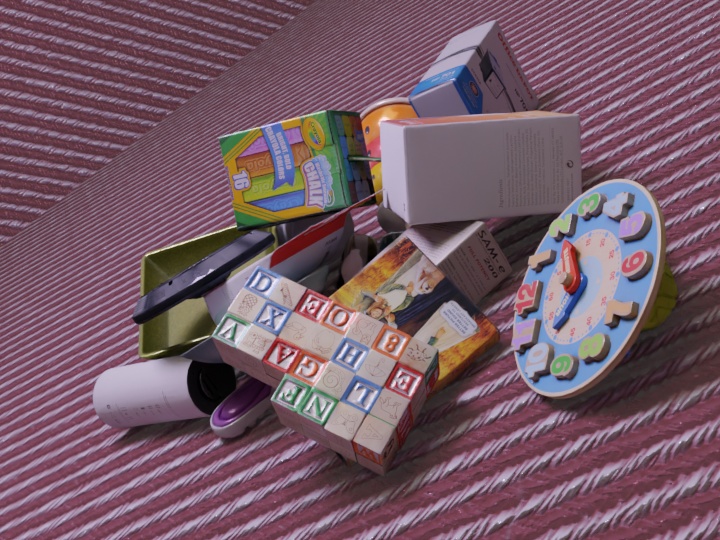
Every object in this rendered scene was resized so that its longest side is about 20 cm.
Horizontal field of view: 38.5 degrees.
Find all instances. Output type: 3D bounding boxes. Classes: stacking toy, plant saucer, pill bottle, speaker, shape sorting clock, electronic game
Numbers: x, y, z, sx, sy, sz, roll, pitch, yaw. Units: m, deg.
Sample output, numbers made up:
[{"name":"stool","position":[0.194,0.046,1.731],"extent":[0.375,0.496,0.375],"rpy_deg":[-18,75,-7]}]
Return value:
[{"name":"stacking toy","position":[0.053,-0.132,1.447],"extent":[0.145,0.146,0.201],"rpy_deg":[-22,40,26]},{"name":"plant saucer","position":[-0.111,0.059,1.180],"extent":[0.200,0.039,0.201],"rpy_deg":[-31,2,1]},{"name":"pill bottle","position":[-0.093,-0.067,1.493],"extent":[0.114,0.114,0.200],"rpy_deg":[-39,22,-17]},{"name":"plant saucer","position":[-0.193,0.031,1.372],"extent":[0.198,0.048,0.201],"rpy_deg":[-17,43,5]},{"name":"speaker","position":[-0.246,0.150,1.288],"extent":[0.199,0.082,0.081],"rpy_deg":[-14,28,41]},{"name":"shape sorting clock","position":[0.192,0.013,0.898],"extent":[0.201,0.039,0.201],"rpy_deg":[-58,20,35]},{"name":"electronic game","position":[-0.191,0.009,1.263],"extent":[0.199,0.042,0.200],"rpy_deg":[-30,6,4]}]

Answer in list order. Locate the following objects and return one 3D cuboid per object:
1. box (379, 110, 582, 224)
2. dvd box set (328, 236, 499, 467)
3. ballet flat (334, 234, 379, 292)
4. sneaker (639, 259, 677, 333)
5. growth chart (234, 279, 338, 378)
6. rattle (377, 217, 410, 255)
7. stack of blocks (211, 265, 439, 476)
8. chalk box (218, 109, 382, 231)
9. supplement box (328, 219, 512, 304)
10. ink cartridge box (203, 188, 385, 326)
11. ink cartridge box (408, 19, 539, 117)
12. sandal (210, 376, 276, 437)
[{"name":"box","position":[0.132,-0.121,1.171],"extent":[0.198,0.107,0.152],"rpy_deg":[-5,11,-8]},{"name":"dvd box set","position":[0.018,0.076,1.026],"extent":[0.199,0.029,0.146],"rpy_deg":[-37,65,-13]},{"name":"ballet flat","position":[0.000,0.000,1.271],"extent":[0.068,0.072,0.200],"rpy_deg":[-5,27,8]},{"name":"sneaker","position":[0.237,0.003,0.967],"extent":[0.084,0.074,0.201],"rpy_deg":[-54,16,27]},{"name":"growth chart","position":[-0.099,0.074,1.331],"extent":[0.199,0.018,0.145],"rpy_deg":[-29,21,11]},{"name":"rattle","position":[0.071,-0.063,1.323],"extent":[0.143,0.129,0.202],"rpy_deg":[-15,52,61]},{"name":"stack of blocks","position":[-0.039,0.092,0.970],"extent":[0.199,0.059,0.116],"rpy_deg":[25,66,18]},{"name":"chalk box","position":[-0.057,-0.132,1.304],"extent":[0.198,0.125,0.125],"rpy_deg":[-12,2,18]},{"name":"supplement box","position":[0.052,0.028,1.140],"extent":[0.200,0.074,0.126],"rpy_deg":[-41,23,-14]},{"name":"ink cartridge box","position":[-0.069,-0.015,1.204],"extent":[0.199,0.050,0.161],"rpy_deg":[-27,3,38]},{"name":"ink cartridge box","position":[0.164,-0.240,1.455],"extent":[0.085,0.147,0.200],"rpy_deg":[-17,26,37]},{"name":"sandal","position":[-0.101,0.110,1.200],"extent":[0.082,0.050,0.203],"rpy_deg":[8,50,49]}]
